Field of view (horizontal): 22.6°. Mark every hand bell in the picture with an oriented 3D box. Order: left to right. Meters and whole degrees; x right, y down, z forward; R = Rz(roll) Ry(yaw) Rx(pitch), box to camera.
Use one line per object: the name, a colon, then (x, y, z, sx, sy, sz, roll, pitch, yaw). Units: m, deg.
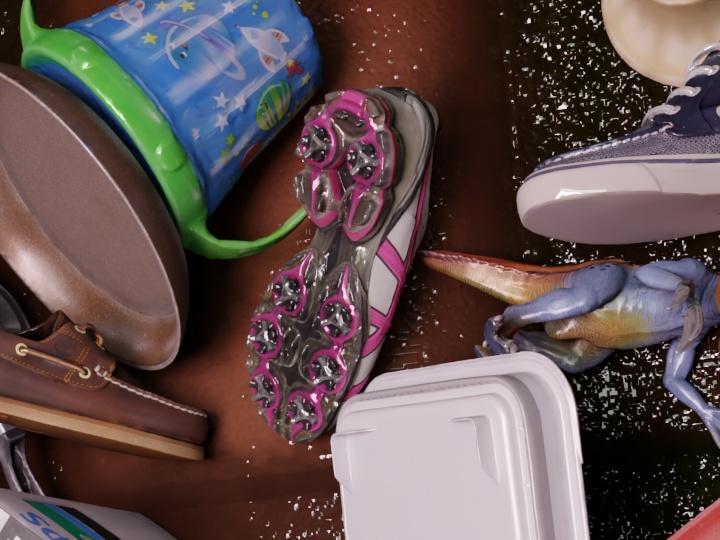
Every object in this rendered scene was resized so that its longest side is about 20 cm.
hand bell: (0.154, -0.169, 0.891, 0.103, 0.200, 0.105, -4, 78, 17)

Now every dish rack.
dish rack: (0.043, 0.147, 0.884, 0.171, 0.043, 0.202, -13, 82, 52)

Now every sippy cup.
sippy cup: (-0.095, -0.103, 0.992, 0.130, 0.179, 0.139, -39, 35, -20)

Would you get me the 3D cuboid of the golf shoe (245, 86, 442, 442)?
golf shoe: (0.000, 0.000, 0.971, 0.072, 0.092, 0.201, 28, 111, 30)

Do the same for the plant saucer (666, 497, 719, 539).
plant saucer: (0.225, 0.146, 0.814, 0.199, 0.200, 0.037, -35, 112, -9)

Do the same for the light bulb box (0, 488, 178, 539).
light bulb box: (-0.156, 0.229, 0.905, 0.124, 0.200, 0.199, 31, 88, 21)

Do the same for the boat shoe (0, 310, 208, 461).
boat shoe: (-0.171, 0.055, 0.972, 0.199, 0.070, 0.071, 17, 77, -24)

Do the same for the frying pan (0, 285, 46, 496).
frying pan: (-0.221, 0.072, 1.003, 0.031, 0.114, 0.191, -41, 54, 39)

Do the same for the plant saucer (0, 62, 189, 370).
plant saucer: (-0.158, -0.034, 0.983, 0.200, 0.201, 0.032, 40, 61, 21)

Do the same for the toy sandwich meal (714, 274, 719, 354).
toy sandwich meal: (0.264, 0.017, 0.833, 0.203, 0.071, 0.206, 6, 46, -6)

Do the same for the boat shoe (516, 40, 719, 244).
boat shoe: (0.171, -0.072, 0.918, 0.198, 0.075, 0.093, -5, 70, -10)

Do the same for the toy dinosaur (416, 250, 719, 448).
toy dinosaur: (0.148, 0.007, 0.920, 0.180, 0.105, 0.201, -24, 58, -10)
